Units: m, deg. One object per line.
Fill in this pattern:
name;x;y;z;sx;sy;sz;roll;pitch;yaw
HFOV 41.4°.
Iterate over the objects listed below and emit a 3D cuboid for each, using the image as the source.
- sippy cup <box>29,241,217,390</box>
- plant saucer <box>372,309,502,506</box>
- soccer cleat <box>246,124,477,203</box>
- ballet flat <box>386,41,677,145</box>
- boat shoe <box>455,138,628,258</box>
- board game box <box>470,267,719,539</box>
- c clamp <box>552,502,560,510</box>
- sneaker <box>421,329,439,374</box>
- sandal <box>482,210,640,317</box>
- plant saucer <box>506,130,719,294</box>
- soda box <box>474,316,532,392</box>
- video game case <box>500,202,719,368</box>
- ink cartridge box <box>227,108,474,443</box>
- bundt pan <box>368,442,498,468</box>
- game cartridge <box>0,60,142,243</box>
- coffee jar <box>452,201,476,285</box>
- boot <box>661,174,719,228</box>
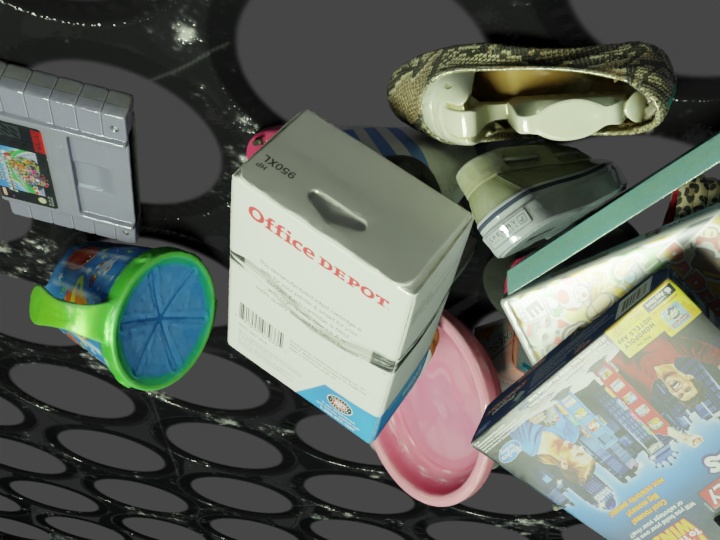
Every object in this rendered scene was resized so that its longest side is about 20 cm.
sippy cup;-0.232;0.032;0.931;0.128;0.141;0.179;17;154;33
plant saucer;0.075;0.130;0.957;0.050;0.205;0.200;-8;165;-35
soccer cleat;0.001;-0.077;0.726;0.197;0.086;0.071;15;124;38
ballet flat;0.102;-0.110;0.618;0.196;0.076;0.069;1;126;20
boat shoe;0.129;-0.060;0.649;0.072;0.063;0.199;-35;172;29
board game box;0.217;0.127;0.683;0.200;0.062;0.200;45;121;0
c clamp;0.256;0.215;0.905;0.168;0.028;0.200;-18;163;13
sneaker;-0.004;0.051;0.941;0.198;0.085;0.073;25;152;36
sandal;0.157;0.006;0.806;0.074;0.046;0.200;33;154;-9
plant saucer;0.187;-0.045;0.677;0.199;0.070;0.019;-37;85;33
soda box;0.203;0.120;0.992;0.198;0.065;0.068;32;145;-30
video game case;0.225;0.074;0.705;0.180;0.023;0.203;-24;100;29
ink cartridge box;-0.015;0.010;0.675;0.143;0.084;0.202;33;146;14
bundt pan;0.092;0.192;1.145;0.197;0.077;0.203;8;150;5
game cartridge;-0.257;-0.095;0.824;0.127;0.039;0.201;10;151;-5
coffee jar;0.000;0.000;0.815;0.086;0.104;0.199;51;139;-10
boot;0.293;0.024;0.715;0.147;0.073;0.204;11;113;10
